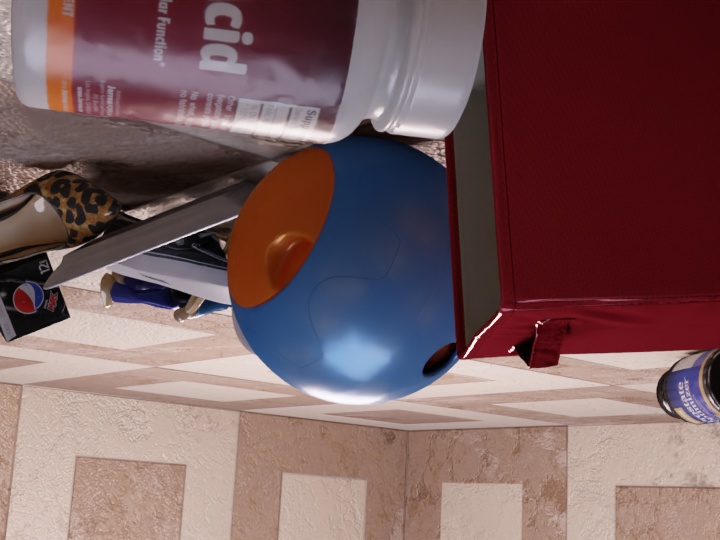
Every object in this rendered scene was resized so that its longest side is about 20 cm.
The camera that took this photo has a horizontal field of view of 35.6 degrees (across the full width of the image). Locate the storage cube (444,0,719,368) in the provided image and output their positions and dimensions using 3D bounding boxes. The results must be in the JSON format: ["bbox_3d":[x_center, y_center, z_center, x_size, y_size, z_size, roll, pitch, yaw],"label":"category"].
[{"bbox_3d":[0.145,-0.049,0.609,0.179,0.200,0.171,-3,167,-3],"label":"storage cube"}]

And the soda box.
[{"bbox_3d":[-0.342,0.008,1.096,0.063,0.071,0.200,-23,-162,-21],"label":"soda box"}]

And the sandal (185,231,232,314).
[{"bbox_3d":[-0.165,-0.021,1.150,0.070,0.078,0.212,32,153,-13],"label":"sandal"}]

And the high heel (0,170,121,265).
[{"bbox_3d":[-0.306,-0.024,0.961,0.200,0.072,0.143,0,-149,37],"label":"high heel"}]

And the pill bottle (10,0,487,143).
[{"bbox_3d":[-0.051,-0.120,0.515,0.200,0.114,0.114,5,167,-12],"label":"pill bottle"}]

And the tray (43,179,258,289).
[{"bbox_3d":[-0.174,-0.036,0.970,0.200,0.022,0.107,-20,-169,17],"label":"tray"}]

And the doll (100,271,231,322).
[{"bbox_3d":[-0.195,0.024,1.298,0.200,0.049,0.136,2,-160,7],"label":"doll"}]

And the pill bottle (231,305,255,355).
[{"bbox_3d":[-0.019,0.041,1.118,0.200,0.116,0.116,14,163,-42],"label":"pill bottle"}]

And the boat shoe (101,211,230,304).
[{"bbox_3d":[-0.163,-0.017,1.056,0.200,0.068,0.072,13,166,32],"label":"boat shoe"}]

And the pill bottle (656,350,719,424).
[{"bbox_3d":[0.548,0.184,1.761,0.112,0.112,0.200,5,167,-10],"label":"pill bottle"}]

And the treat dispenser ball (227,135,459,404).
[{"bbox_3d":[0.000,0.000,0.843,0.200,0.201,0.201,3,168,1],"label":"treat dispenser ball"}]
